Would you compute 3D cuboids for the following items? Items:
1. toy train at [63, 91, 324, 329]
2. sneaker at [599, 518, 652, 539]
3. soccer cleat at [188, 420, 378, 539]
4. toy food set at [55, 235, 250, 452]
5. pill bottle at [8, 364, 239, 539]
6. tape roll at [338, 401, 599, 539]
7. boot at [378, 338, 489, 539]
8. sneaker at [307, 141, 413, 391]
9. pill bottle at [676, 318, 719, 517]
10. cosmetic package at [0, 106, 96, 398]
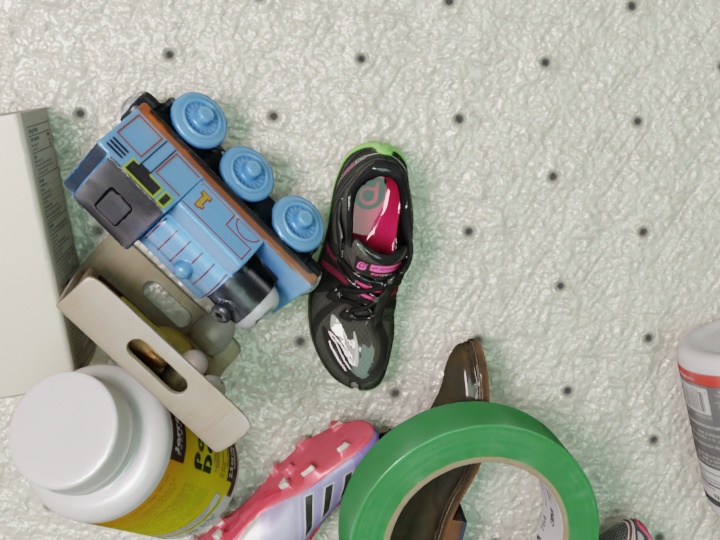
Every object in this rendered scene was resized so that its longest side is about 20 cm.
[{"bbox_3d":[-0.116,-0.042,0.795,0.200,0.087,0.114,47,49,-10],"label":"toy train"},{"bbox_3d":[0.164,0.279,0.914,0.200,0.081,0.075,-38,101,2],"label":"sneaker"},{"bbox_3d":[-0.056,0.201,0.884,0.200,0.067,0.076,-40,111,4],"label":"soccer cleat"},{"bbox_3d":[-0.138,0.039,0.770,0.060,0.200,0.144,-45,103,0],"label":"toy food set"},{"bbox_3d":[-0.169,0.133,0.777,0.109,0.200,0.109,-4,71,13],"label":"pill bottle"},{"bbox_3d":[0.084,0.203,0.836,0.200,0.048,0.201,-3,108,-10],"label":"tape roll"},{"bbox_3d":[0.045,0.149,0.878,0.097,0.075,0.200,7,102,-11],"label":"boot"},{"bbox_3d":[0.000,0.000,0.838,0.077,0.084,0.200,2,101,-6],"label":"sneaker"},{"bbox_3d":[0.338,0.144,0.889,0.116,0.116,0.200,-16,103,-3],"label":"pill bottle"},{"bbox_3d":[-0.257,-0.016,0.796,0.073,0.104,0.200,-10,101,-4],"label":"cosmetic package"}]
